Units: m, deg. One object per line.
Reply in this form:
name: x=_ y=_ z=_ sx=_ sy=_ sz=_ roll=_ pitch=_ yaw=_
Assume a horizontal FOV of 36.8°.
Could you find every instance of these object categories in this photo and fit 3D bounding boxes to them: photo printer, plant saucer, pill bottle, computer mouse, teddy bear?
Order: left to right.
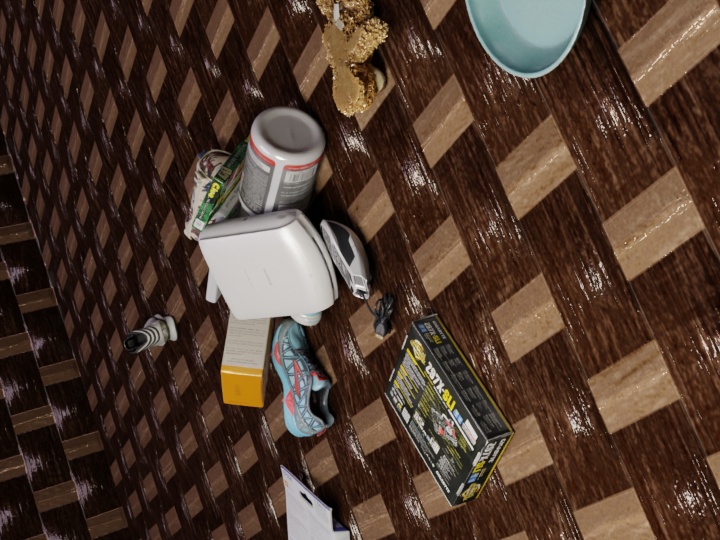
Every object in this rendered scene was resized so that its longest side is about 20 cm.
photo printer: x=-0.134 y=-0.008 z=1.660 sx=0.197 sy=0.070 sz=0.168 roll=-6 pitch=121 yaw=32
pill bottle: x=-0.127 y=-0.143 z=1.671 sx=0.117 sy=0.114 sz=0.201 roll=59 pitch=148 yaw=29
teddy bear: x=-0.007 y=-0.309 z=1.434 sx=0.145 sy=0.066 sz=0.203 roll=-44 pitch=57 yaw=49
computer mouse: x=0.000 y=0.000 z=1.569 sx=0.202 sy=0.043 sz=0.110 roll=60 pitch=169 yaw=27
plant saucer: x=0.174 y=-0.300 z=1.092 sx=0.200 sy=0.035 sz=0.203 roll=37 pitch=134 yaw=50

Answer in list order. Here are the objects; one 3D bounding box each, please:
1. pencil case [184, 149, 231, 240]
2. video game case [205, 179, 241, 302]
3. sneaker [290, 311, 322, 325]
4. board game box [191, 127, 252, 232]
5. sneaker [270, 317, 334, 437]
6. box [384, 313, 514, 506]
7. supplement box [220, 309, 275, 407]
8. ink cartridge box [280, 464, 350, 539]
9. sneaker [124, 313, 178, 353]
pencil case: x=-0.277 y=-0.134 z=1.991 sx=0.078 sy=0.088 sz=0.201 roll=60 pitch=150 yaw=26
video game case: x=-0.206 y=-0.074 z=1.822 sx=0.022 sy=0.183 sz=0.202 roll=20 pitch=134 yaw=6
sneaker: x=-0.116 y=-0.004 z=1.777 sx=0.200 sy=0.073 sz=0.083 roll=45 pitch=133 yaw=31
board game box: x=-0.203 y=-0.153 z=1.701 sx=0.023 sy=0.201 sz=0.105 roll=31 pitch=129 yaw=-4
sneaker: x=-0.085 y=0.176 z=1.814 sx=0.094 sy=0.079 sz=0.204 roll=-9 pitch=95 yaw=40
box: x=0.113 y=0.188 z=1.445 sx=0.201 sy=0.049 sz=0.161 roll=57 pitch=145 yaw=32
supplement box: x=-0.185 y=0.112 z=1.832 sx=0.127 sy=0.072 sz=0.203 roll=97 pitch=179 yaw=-60
ink cartridge box: x=-0.078 y=0.471 z=1.950 sx=0.199 sy=0.040 sz=0.204 roll=28 pitch=126 yaw=56
sneaker: x=-0.510 y=0.150 z=2.541 sx=0.200 sy=0.114 sz=0.077 roll=-16 pitch=89 yaw=63
